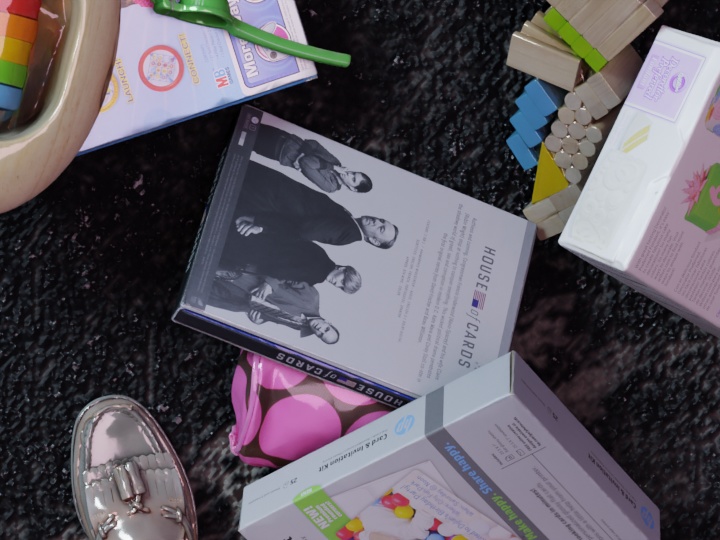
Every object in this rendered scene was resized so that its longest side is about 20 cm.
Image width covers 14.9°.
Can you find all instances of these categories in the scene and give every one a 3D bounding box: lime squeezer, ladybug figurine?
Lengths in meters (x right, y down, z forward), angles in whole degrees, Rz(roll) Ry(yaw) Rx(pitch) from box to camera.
[{"bbox_3d":[-0.095,-0.171,1.589,0.200,0.038,0.071,47,53,-10],"label":"lime squeezer"},{"bbox_3d":[-0.208,-0.125,1.540,0.135,0.072,0.201,17,90,-19],"label":"ladybug figurine"}]

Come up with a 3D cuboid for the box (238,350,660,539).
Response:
[{"bbox_3d":[0.052,0.147,1.621,0.199,0.041,0.156,-27,123,25],"label":"box"}]

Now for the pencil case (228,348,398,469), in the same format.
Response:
[{"bbox_3d":[0.017,0.095,1.662,0.199,0.091,0.094,15,113,-10],"label":"pencil case"}]

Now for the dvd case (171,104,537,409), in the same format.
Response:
[{"bbox_3d":[0.000,0.000,1.637,0.199,0.025,0.151,22,57,-10],"label":"dvd case"}]

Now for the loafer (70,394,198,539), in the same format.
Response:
[{"bbox_3d":[-0.126,0.175,1.646,0.072,0.063,0.201,-12,97,-11],"label":"loafer"}]

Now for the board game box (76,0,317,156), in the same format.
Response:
[{"bbox_3d":[-0.148,-0.179,1.617,0.195,0.056,0.201,-18,98,-9],"label":"board game box"}]

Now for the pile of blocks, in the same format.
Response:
[{"bbox_3d":[0.134,-0.116,1.663,0.082,0.062,0.201,26,128,16],"label":"pile of blocks"}]

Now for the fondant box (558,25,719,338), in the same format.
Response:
[{"bbox_3d":[0.221,-0.042,1.652,0.200,0.058,0.145,27,88,-50],"label":"fondant box"}]
